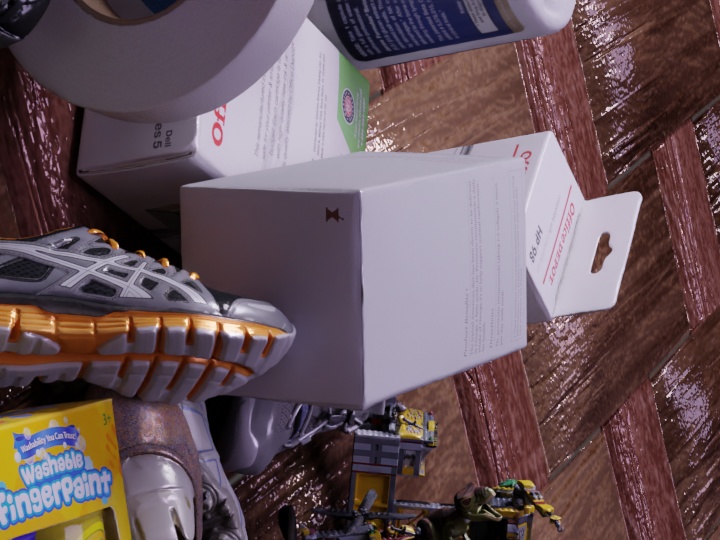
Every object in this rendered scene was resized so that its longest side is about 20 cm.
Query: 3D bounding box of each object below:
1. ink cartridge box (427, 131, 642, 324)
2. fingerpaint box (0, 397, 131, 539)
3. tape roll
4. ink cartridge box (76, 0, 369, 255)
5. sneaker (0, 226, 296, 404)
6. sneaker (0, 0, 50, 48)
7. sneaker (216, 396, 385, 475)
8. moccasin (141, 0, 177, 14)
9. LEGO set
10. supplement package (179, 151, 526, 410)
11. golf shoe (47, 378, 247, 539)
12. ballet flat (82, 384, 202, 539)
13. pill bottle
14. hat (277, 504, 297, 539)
[{"bbox_3d":[0.072,-0.022,1.665,0.067,0.199,0.116,60,34,-35],"label":"ink cartridge box"},{"bbox_3d":[-0.185,0.159,1.242,0.200,0.073,0.168,-9,91,-64],"label":"fingerpaint box"},{"bbox_3d":[-0.109,-0.178,1.352,0.037,0.201,0.205,15,69,-60],"label":"tape roll"},{"bbox_3d":[-0.076,-0.086,1.517,0.200,0.083,0.147,41,47,-54],"label":"ink cartridge box"},{"bbox_3d":[-0.128,0.016,1.309,0.198,0.078,0.078,8,55,-20],"label":"sneaker"},{"bbox_3d":[-0.200,-0.152,1.277,0.200,0.069,0.100,-42,117,-46],"label":"sneaker"},{"bbox_3d":[-0.023,0.067,1.556,0.200,0.082,0.075,-50,164,-56],"label":"sneaker"},{"bbox_3d":[-0.120,-0.200,1.426,0.068,0.080,0.201,14,44,-57],"label":"moccasin"},{"bbox_3d":[0.051,0.148,1.582,0.200,0.152,0.117,-63,159,-68],"label":"LEGO set"},{"bbox_3d":[0.000,0.000,1.437,0.200,0.116,0.118,-14,106,-60],"label":"supplement package"},{"bbox_3d":[-0.101,0.098,1.431,0.097,0.078,0.201,-60,136,-60],"label":"golf shoe"},{"bbox_3d":[-0.108,0.151,1.356,0.067,0.068,0.202,-131,-149,-64],"label":"ballet flat"},{"bbox_3d":[0.027,-0.188,1.623,0.111,0.199,0.112,29,56,-58],"label":"pill bottle"},{"bbox_3d":[-0.042,0.237,1.477,0.201,0.080,0.202,159,-90,-87],"label":"hat"}]
